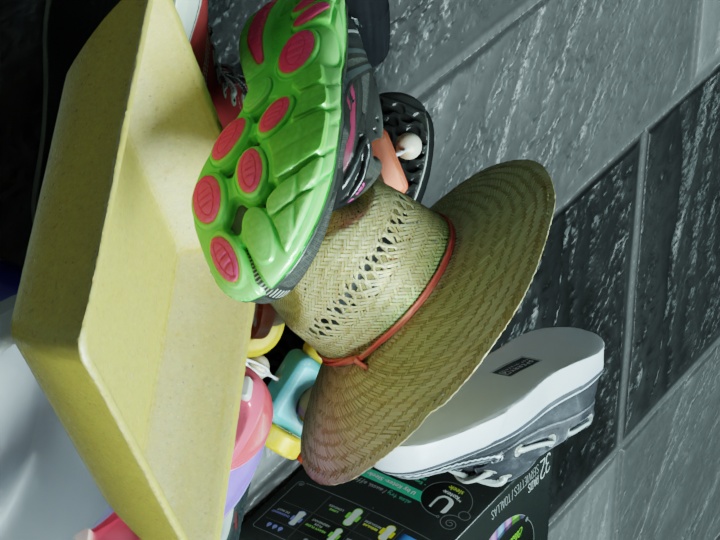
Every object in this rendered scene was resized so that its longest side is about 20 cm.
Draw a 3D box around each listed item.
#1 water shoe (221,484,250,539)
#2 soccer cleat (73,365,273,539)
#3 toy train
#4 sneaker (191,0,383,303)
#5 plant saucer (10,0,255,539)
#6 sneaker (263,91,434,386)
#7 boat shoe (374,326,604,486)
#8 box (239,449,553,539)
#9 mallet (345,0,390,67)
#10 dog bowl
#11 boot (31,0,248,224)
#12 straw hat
[{"bbox_3d":[-0.106,0.143,1.178,0.072,0.078,0.201,93,6,-45],"label":"water shoe"},{"bbox_3d":[-0.102,0.133,1.090,0.201,0.066,0.077,-60,156,-20],"label":"soccer cleat"},{"bbox_3d":[-0.010,0.020,1.242,0.150,0.056,0.201,-22,112,-13],"label":"toy train"},{"bbox_3d":[-0.021,-0.054,1.041,0.084,0.076,0.201,53,32,-30],"label":"sneaker"},{"bbox_3d":[-0.099,0.008,0.996,0.200,0.048,0.201,71,20,-52],"label":"plant saucer"},{"bbox_3d":[-0.006,-0.009,1.326,0.090,0.070,0.201,-5,116,-75],"label":"sneaker"},{"bbox_3d":[0.072,0.090,1.278,0.200,0.071,0.068,-24,119,-51],"label":"boat shoe"},{"bbox_3d":[0.020,0.194,1.445,0.200,0.124,0.149,-41,142,-42],"label":"box"},{"bbox_3d":[-0.024,-0.102,1.180,0.200,0.041,0.066,-65,156,-53],"label":"mallet"},{"bbox_3d":[-0.184,0.096,1.066,0.200,0.079,0.201,-39,141,-42],"label":"dog bowl"},{"bbox_3d":[-0.085,-0.108,1.104,0.144,0.072,0.201,-29,142,-50],"label":"boot"},{"bbox_3d":[0.000,0.000,1.112,0.085,0.201,0.202,34,77,-19],"label":"straw hat"}]
